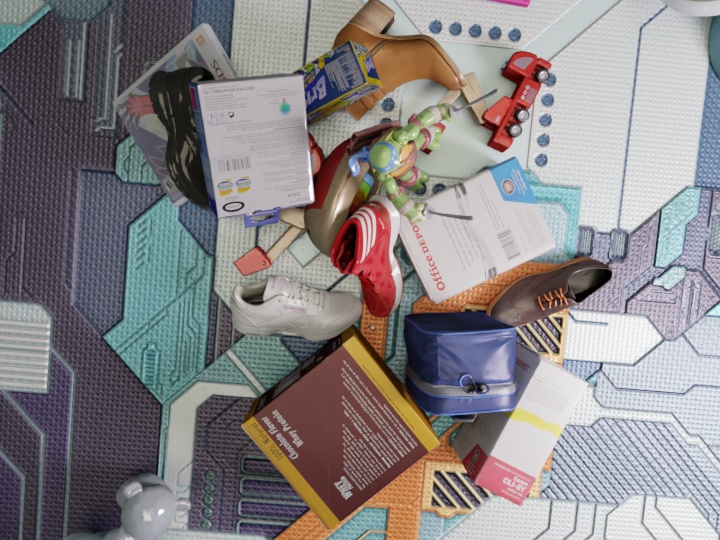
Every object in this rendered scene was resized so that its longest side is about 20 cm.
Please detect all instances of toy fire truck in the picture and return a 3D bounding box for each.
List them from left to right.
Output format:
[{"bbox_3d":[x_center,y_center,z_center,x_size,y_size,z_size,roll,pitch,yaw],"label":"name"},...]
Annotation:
[{"bbox_3d":[-0.124,-0.098,0.876,0.200,0.049,0.141,-32,95,-1],"label":"toy fire truck"},{"bbox_3d":[0.184,-0.251,0.882,0.141,0.049,0.200,27,92,-1],"label":"toy fire truck"}]

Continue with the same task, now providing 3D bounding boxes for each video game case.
[{"bbox_3d":[-0.247,-0.220,0.848,0.200,0.023,0.182,-29,94,24],"label":"video game case"}]

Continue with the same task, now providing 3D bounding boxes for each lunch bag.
[{"bbox_3d":[0.140,0.137,0.829,0.135,0.200,0.133,-2,95,-6],"label":"lunch bag"}]

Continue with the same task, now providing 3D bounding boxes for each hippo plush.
[{"bbox_3d":[-0.347,0.381,0.846,0.159,0.200,0.161,21,85,-24],"label":"hippo plush"}]

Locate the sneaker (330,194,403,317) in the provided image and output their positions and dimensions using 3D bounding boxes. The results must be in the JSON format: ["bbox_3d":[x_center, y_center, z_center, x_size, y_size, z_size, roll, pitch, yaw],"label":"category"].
[{"bbox_3d":[0.000,0.000,0.832,0.078,0.115,0.200,18,127,35],"label":"sneaker"}]

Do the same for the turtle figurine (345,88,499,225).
[{"bbox_3d":[0.093,-0.140,0.769,0.199,0.194,0.144,-12,101,14],"label":"turtle figurine"}]

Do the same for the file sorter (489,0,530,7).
[{"bbox_3d":[0.172,-0.485,0.829,0.199,0.125,0.139,9,94,-2],"label":"file sorter"}]

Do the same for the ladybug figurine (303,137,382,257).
[{"bbox_3d":[-0.023,-0.116,0.848,0.072,0.136,0.200,20,73,19],"label":"ladybug figurine"}]

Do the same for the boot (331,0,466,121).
[{"bbox_3d":[0.042,-0.284,0.865,0.200,0.074,0.155,39,98,9],"label":"boot"}]

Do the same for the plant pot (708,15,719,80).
[{"bbox_3d":[0.645,-0.355,0.846,0.200,0.135,0.201,0,94,-2],"label":"plant pot"}]

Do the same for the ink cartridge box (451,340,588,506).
[{"bbox_3d":[0.230,0.216,0.863,0.083,0.145,0.200,27,92,-4],"label":"ink cartridge box"}]

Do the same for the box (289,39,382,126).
[{"bbox_3d":[-0.075,-0.248,0.831,0.200,0.070,0.064,-20,94,23],"label":"box"}]

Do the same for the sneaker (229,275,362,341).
[{"bbox_3d":[-0.096,0.053,0.864,0.199,0.075,0.100,-2,138,-2],"label":"sneaker"}]

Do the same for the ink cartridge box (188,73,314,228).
[{"bbox_3d":[-0.140,-0.151,0.770,0.136,0.076,0.201,-12,112,-19],"label":"ink cartridge box"}]

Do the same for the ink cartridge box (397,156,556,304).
[{"bbox_3d":[0.164,-0.059,0.875,0.200,0.086,0.147,-25,94,2],"label":"ink cartridge box"}]

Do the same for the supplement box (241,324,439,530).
[{"bbox_3d":[-0.029,0.221,0.863,0.200,0.133,0.197,-39,94,1],"label":"supplement box"}]

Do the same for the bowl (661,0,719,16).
[{"bbox_3d":[0.515,-0.442,0.840,0.201,0.090,0.202,-10,68,24],"label":"bowl"}]

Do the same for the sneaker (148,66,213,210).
[{"bbox_3d":[-0.221,-0.182,0.801,0.091,0.076,0.200,-11,103,15],"label":"sneaker"}]

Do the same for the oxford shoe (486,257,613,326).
[{"bbox_3d":[0.287,0.035,0.890,0.200,0.073,0.071,-28,95,1],"label":"oxford shoe"}]
